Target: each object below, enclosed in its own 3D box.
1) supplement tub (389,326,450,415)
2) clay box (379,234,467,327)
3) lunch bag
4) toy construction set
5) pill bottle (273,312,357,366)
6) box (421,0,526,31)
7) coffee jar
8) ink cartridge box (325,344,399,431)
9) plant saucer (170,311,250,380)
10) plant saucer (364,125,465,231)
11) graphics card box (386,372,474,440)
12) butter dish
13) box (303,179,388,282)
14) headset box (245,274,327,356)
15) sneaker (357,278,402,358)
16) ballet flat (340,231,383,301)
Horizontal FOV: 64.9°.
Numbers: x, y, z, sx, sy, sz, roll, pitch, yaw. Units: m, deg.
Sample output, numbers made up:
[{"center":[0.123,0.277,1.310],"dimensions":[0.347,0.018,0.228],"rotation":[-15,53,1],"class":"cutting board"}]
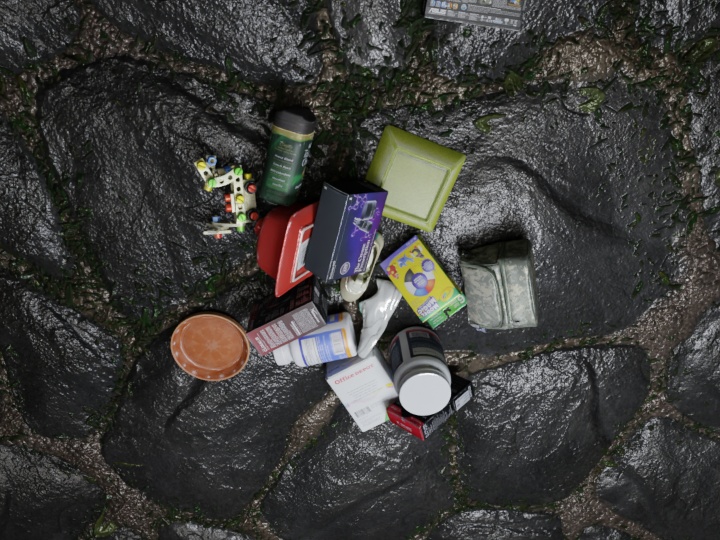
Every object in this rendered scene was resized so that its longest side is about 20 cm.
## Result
[{"center":[0.147,0.245,1.403],"dimensions":[0.139,0.200,0.142],"rotation":[-1,116,-2],"class":"supplement tub"},{"center":[0.151,0.029,1.339],"dimensions":[0.115,0.048,0.201],"rotation":[-39,83,16],"class":"clay box"},{"center":[0.328,0.039,1.345],"dimensions":[0.166,0.140,0.202],"rotation":[-5,116,21],"class":"lunch bag"},{"center":[-0.296,-0.157,1.252],"dimensions":[0.130,0.092,0.201],"rotation":[-10,127,-24],"class":"toy construction set"},{"center":[-0.114,0.177,1.409],"dimensions":[0.198,0.112,0.113],"rotation":[-12,116,4],"class":"pill bottle"},{"center":[0.230,-0.566,1.103],"dimensions":[0.198,0.044,0.162],"rotation":[5,115,-5],"class":"box"},{"center":[-0.154,-0.247,1.207],"dimensions":[0.085,0.104,0.201],"rotation":[18,115,2],"class":"coffee jar"},{"center":[0.017,0.303,1.489],"dimensions":[0.144,0.088,0.201],"rotation":[-28,115,10],"class":"ink cartridge box"},{"center":[-0.382,0.193,1.451],"dimensions":[0.198,0.032,0.202],"rotation":[-1,116,-1],"class":"plant saucer"},{"center":[0.114,-0.196,1.274],"dimensions":[0.198,0.048,0.201],"rotation":[18,114,-10],"class":"plant saucer"},{"center":[0.179,0.334,1.438],"dimensions":[0.199,0.125,0.051],"rotation":[-33,119,-30],"class":"graphics card box"},{"center":[-0.170,-0.075,1.269],"dimensions":[0.147,0.199,0.202],"rotation":[23,117,16],"class":"butter dish"},{"center":[-0.032,-0.089,1.236],"dimensions":[0.141,0.079,0.202],"rotation":[-12,126,-47],"class":"box"},{"center":[-0.181,0.107,1.352],"dimensions":[0.199,0.149,0.075],"rotation":[-26,114,9],"class":"headset box"},{"center":[0.027,0.115,1.404],"dimensions":[0.088,0.075,0.201],"rotation":[27,92,3],"class":"sneaker"},{"center":[0.000,0.000,1.354],"dimensions":[0.069,0.070,0.201],"rotation":[17,114,-10],"class":"ballet flat"}]
